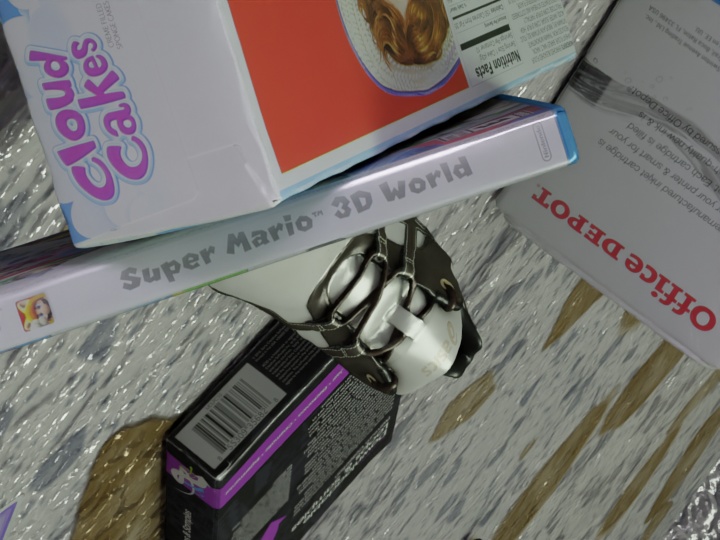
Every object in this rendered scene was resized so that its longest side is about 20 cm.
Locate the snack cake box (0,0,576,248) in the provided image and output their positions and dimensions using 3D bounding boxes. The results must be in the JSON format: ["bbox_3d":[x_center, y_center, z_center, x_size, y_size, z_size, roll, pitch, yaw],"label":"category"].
[{"bbox_3d":[-0.020,-0.087,0.830,0.067,0.115,0.200,-12,-172,29],"label":"snack cake box"}]

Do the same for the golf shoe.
[{"bbox_3d":[0.000,0.000,1.177,0.078,0.094,0.200,-52,163,7],"label":"golf shoe"}]

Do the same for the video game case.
[{"bbox_3d":[-0.046,-0.011,0.847,0.199,0.018,0.143,-19,-173,-4],"label":"video game case"}]

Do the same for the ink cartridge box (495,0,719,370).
[{"bbox_3d":[0.183,-0.075,1.485,0.200,0.145,0.084,-59,166,22],"label":"ink cartridge box"}]

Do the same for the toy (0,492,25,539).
[{"bbox_3d":[-0.174,0.180,1.146,0.115,0.047,0.200,-40,160,-39],"label":"toy"}]

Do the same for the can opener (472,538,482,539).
[{"bbox_3d":[0.042,0.275,2.052,0.200,0.063,0.079,-51,166,-7],"label":"can opener"}]

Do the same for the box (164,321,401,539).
[{"bbox_3d":[-0.034,0.079,1.386,0.143,0.036,0.200,-46,163,-23],"label":"box"}]
